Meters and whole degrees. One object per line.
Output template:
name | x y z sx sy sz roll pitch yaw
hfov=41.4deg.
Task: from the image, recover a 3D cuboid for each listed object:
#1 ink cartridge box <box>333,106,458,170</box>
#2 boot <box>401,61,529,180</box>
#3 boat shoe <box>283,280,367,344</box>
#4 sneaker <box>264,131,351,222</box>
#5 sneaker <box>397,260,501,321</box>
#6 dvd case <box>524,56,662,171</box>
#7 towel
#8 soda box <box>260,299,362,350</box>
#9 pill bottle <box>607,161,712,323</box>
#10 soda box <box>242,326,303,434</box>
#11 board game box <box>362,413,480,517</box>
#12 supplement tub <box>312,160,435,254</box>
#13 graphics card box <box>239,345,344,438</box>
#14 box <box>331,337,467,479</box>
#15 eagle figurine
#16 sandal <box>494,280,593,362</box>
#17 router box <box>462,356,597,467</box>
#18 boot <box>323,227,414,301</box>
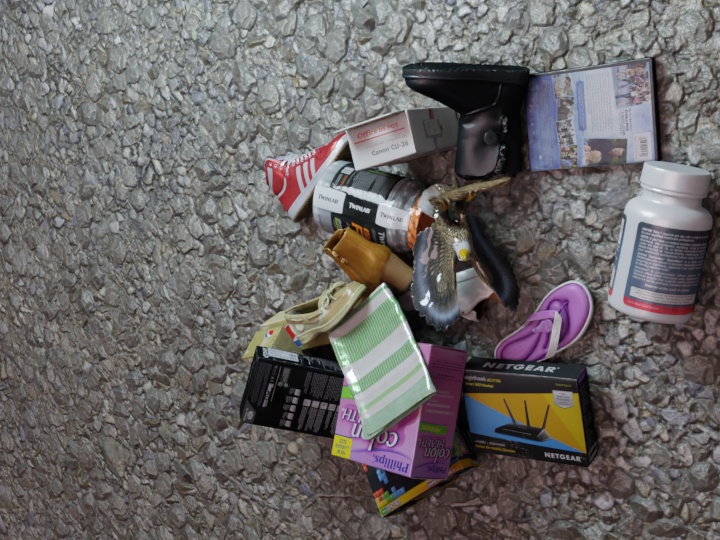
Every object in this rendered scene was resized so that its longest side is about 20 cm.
ink cartridge box | 0.059 -0.202 1.461 0.115 0.199 0.069 -14 92 35
boot | 0.153 -0.219 1.414 0.197 0.077 0.171 0 110 -11
boat shoe | -0.061 0.059 1.559 0.063 0.073 0.200 47 145 -6
sneaker | -0.094 -0.189 1.645 0.113 0.071 0.200 48 123 12
sneaker | 0.147 0.050 1.528 0.198 0.072 0.086 -18 87 33
dvd case | 0.333 -0.223 1.384 0.197 0.017 0.145 -1 98 35
towel | 0.027 0.140 1.476 0.152 0.023 0.202 -41 54 29
soda box | -0.078 0.095 1.688 0.198 0.068 0.065 -15 102 35
pill bottle | 0.414 -0.041 1.304 0.118 0.119 0.203 16 108 30
soda box | -0.119 0.196 1.678 0.063 0.068 0.201 -14 122 35
board game box | 0.087 0.296 1.605 0.200 0.056 0.167 -40 63 33
supplement tub | 0.030 -0.100 1.548 0.198 0.122 0.125 18 109 30
graphics card box | -0.095 0.208 1.603 0.197 0.051 0.127 11 110 -16
box | 0.060 0.211 1.510 0.174 0.096 0.204 5 85 45
eagle figurine | 0.149 -0.028 1.419 0.150 0.151 0.203 5 120 30
sandal | 0.279 0.099 1.463 0.083 0.050 0.203 50 124 15
router box | 0.260 0.217 1.482 0.197 0.051 0.152 1 112 35
boot | 0.000 0.000 1.559 0.143 0.071 0.201 33 153 -3
